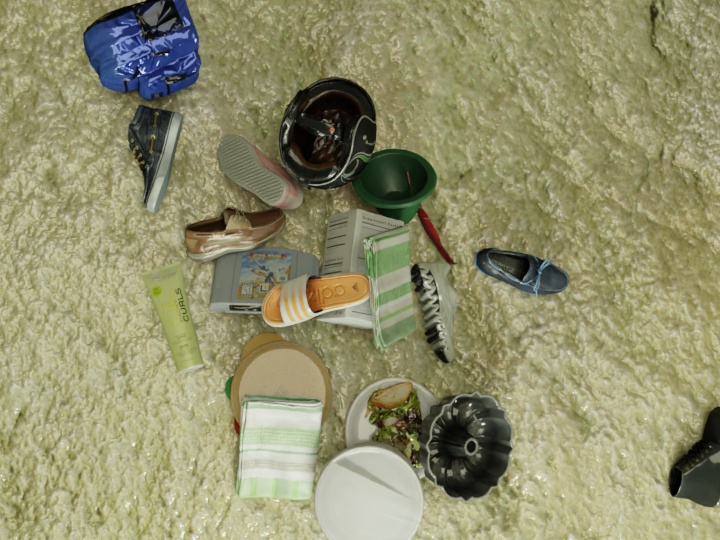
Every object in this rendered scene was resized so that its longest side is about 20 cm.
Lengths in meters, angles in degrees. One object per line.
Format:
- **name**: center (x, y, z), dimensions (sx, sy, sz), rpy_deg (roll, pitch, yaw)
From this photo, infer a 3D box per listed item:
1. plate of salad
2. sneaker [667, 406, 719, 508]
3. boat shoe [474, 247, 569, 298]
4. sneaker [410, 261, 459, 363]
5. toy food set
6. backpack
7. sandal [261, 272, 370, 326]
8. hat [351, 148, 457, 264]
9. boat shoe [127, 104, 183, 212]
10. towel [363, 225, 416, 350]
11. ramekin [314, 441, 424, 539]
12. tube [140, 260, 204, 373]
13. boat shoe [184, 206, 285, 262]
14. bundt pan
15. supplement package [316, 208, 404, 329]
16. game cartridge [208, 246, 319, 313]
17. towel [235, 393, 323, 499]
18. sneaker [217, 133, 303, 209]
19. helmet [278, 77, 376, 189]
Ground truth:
- **plate of salad**: center (0.069, 0.304, 1.624), dimensions (0.197, 0.048, 0.204), rpy_deg (2, 81, -11)
- **sneaker**: center (0.684, 0.365, 1.713), dimensions (0.105, 0.075, 0.203), rpy_deg (13, 80, -11)
- **boat shoe**: center (0.325, 0.006, 1.705), dimensions (0.197, 0.069, 0.086), rpy_deg (9, 80, -9)
- **sneaker**: center (0.160, 0.077, 1.666), dimensions (0.080, 0.075, 0.203), rpy_deg (-10, 84, -21)
- **toy food set**: center (-0.151, 0.230, 1.594), dimensions (0.198, 0.049, 0.200), rpy_deg (25, 78, -6)
- **backpack**: center (-0.401, -0.405, 1.586), dimensions (0.197, 0.162, 0.170), rpy_deg (-21, 89, -14)
- **sandal**: center (-0.082, 0.039, 1.507), dimensions (0.203, 0.059, 0.080), rpy_deg (-15, 76, 6)
- **hat**: center (0.077, -0.113, 1.704), dimensions (0.163, 0.178, 0.201), rpy_deg (-19, 47, -11)
- **boat shoe**: center (-0.399, -0.211, 1.608), dimensions (0.089, 0.071, 0.203), rpy_deg (13, 73, -7)
- **towel**: center (0.058, 0.028, 1.550), dimensions (0.023, 0.152, 0.204), rpy_deg (0, 102, 31)
- **ramekin**: center (0.019, 0.404, 1.551), dimensions (0.199, 0.094, 0.206), rpy_deg (1, 94, 7)
- **tube**: center (-0.342, 0.088, 1.582), dimensions (0.058, 0.052, 0.203), rpy_deg (-6, 74, -52)
- **boat shoe**: center (-0.234, -0.079, 1.600), dimensions (0.197, 0.076, 0.073), rpy_deg (-21, 126, -14)
- **bundt pan**: center (0.188, 0.323, 1.610), dimensions (0.199, 0.075, 0.206), rpy_deg (-1, 91, -28)
- **supplement package**: center (0.000, 0.000, 1.610), dimensions (0.112, 0.109, 0.203), rpy_deg (13, 78, -31)
- **game cartridge**: center (-0.176, 0.018, 1.593), dimensions (0.196, 0.042, 0.135), rpy_deg (1, 58, 0)
- **towel**: center (-0.148, 0.323, 1.548), dimensions (0.147, 0.031, 0.203), rpy_deg (4, 107, -8)
- **sneaker**: center (-0.187, -0.182, 1.644), dimensions (0.200, 0.104, 0.076), rpy_deg (42, 103, 27)
- **helmet**: center (-0.059, -0.256, 1.613), dimensions (0.197, 0.191, 0.203), rpy_deg (5, 110, 14)
